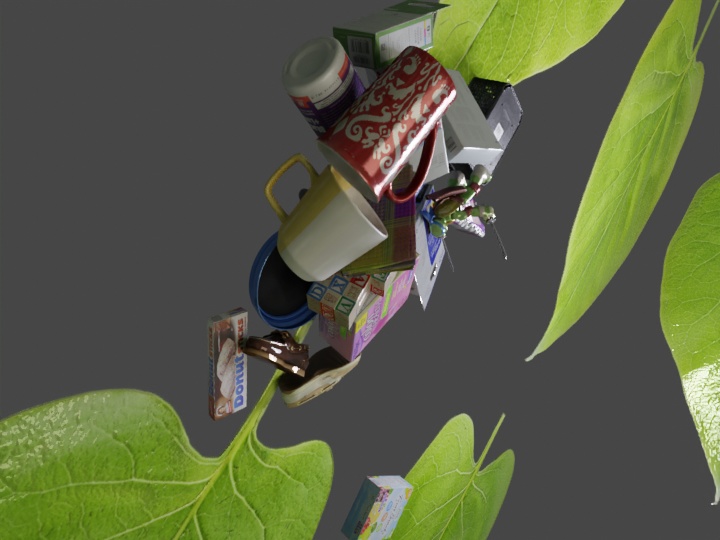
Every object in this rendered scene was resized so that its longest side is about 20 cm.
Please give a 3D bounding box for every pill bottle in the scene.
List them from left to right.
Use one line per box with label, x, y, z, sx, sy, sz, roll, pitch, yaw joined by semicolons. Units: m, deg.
pill bottle;-0.036;-0.268;0.905;0.112;0.110;0.200;-54;140;-11

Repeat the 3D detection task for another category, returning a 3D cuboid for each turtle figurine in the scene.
turtle figurine;0.222;-0.117;1.180;0.196;0.197;0.144;-62;-177;-29

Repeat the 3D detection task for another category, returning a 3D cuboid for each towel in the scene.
towel;0.033;-0.083;0.957;0.023;0.140;0.204;45;41;-52

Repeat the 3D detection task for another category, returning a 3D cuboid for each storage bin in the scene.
storage bin;0.275;-0.319;1.255;0.203;0.093;0.135;-59;141;-5

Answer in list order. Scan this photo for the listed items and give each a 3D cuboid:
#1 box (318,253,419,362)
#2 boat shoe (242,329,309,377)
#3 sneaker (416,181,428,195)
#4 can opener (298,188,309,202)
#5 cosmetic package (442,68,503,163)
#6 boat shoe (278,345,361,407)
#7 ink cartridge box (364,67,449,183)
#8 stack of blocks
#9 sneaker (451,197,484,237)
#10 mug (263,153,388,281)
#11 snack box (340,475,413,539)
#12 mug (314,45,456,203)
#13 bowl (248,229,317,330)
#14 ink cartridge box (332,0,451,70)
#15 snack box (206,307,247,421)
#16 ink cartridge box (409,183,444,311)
box;0.014;0.051;1.100;0.200;0.096;0.177;-44;160;-27
boat shoe;-0.154;0.147;1.030;0.200;0.069;0.072;49;56;-64
sneaker;0.143;-0.235;1.159;0.075;0.076;0.203;23;94;-53
can opener;-0.051;-0.098;1.032;0.053;0.066;0.201;-57;149;-15
cosmetic package;0.184;-0.309;1.084;0.149;0.203;0.052;-10;160;-44
boat shoe;-0.084;0.221;1.159;0.197;0.074;0.068;-22;130;-29
ink cartridge box;0.086;-0.278;1.001;0.081;0.147;0.203;-23;132;-6
stack of blocks;0.000;0.000;0.987;0.202;0.113;0.059;-60;166;-26
sneaker;0.257;-0.144;1.348;0.198;0.079;0.091;22;86;-51
mug;-0.065;-0.078;0.908;0.153;0.188;0.149;-40;151;13
snack box;0.053;0.682;1.571;0.199;0.067;0.172;26;89;-54
mug;0.048;-0.218;0.849;0.201;0.133;0.178;-49;156;-2
bowl;-0.122;0.011;1.017;0.198;0.039;0.205;-26;128;-38
ink cartridge box;0.058;-0.408;0.943;0.199;0.103;0.060;-35;134;-32
snack box;-0.238;0.169;0.982;0.071;0.024;0.205;-19;123;-44
ink cartridge box;0.134;-0.052;1.223;0.200;0.046;0.203;-63;149;-41
